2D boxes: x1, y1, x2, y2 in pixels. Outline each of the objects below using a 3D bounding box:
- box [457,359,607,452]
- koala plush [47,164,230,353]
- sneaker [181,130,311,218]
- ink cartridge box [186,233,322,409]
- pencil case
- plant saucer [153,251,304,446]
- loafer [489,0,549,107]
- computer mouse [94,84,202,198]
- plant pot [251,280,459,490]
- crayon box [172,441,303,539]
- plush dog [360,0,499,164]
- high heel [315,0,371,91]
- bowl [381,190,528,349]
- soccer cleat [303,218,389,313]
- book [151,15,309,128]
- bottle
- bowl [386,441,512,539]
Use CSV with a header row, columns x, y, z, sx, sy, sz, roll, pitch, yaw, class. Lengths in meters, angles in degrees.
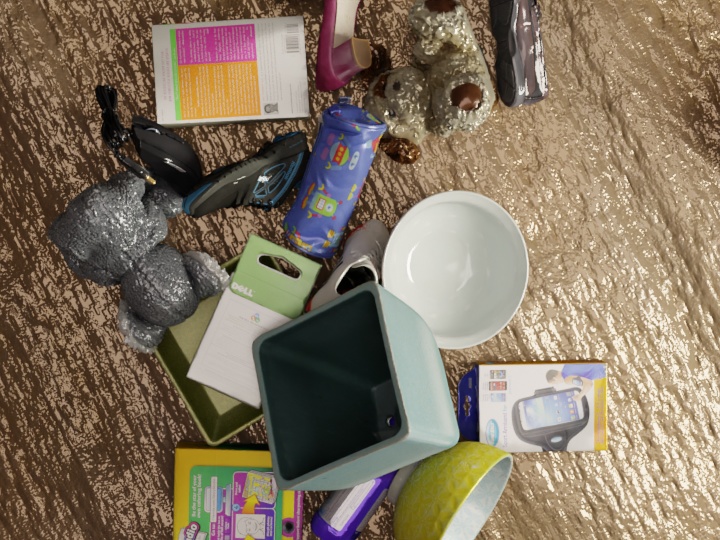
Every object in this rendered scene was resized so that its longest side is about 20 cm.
x,y,z,sx,sy,sz,roll,pitch,yaw,class
0.230,0.182,1.770,0.198,0.041,0.120,-1,93,-5,box
-0.276,-0.010,1.655,0.177,0.184,0.201,-37,86,1,koala plush
-0.136,-0.107,1.696,0.199,0.073,0.083,-30,106,-28,sneaker
-0.135,0.063,1.689,0.103,0.059,0.201,24,91,-4,ink cartridge box
-0.037,-0.117,1.687,0.086,0.078,0.201,17,111,-10,pencil case
-0.161,0.095,1.743,0.199,0.048,0.201,-30,94,-2,plant saucer
0.212,-0.318,1.740,0.062,0.072,0.202,-7,99,-22,loafer
-0.250,-0.145,1.650,0.046,0.141,0.200,-34,128,13,computer mouse
0.014,0.157,1.620,0.195,0.199,0.197,-26,63,27,plant pot
-0.161,0.331,1.749,0.171,0.058,0.202,2,92,-2,crayon box
0.083,-0.228,1.713,0.170,0.160,0.202,-20,65,12,plush dog
-0.036,-0.338,1.737,0.067,0.096,0.202,-2,77,-43,high heel
0.112,-0.004,1.722,0.199,0.090,0.203,-1,95,-13,bowl
0.000,0.000,1.689,0.069,0.085,0.200,48,47,-14,soccer cleat
-0.169,-0.260,1.730,0.198,0.048,0.135,-3,90,-4,book
0.013,0.272,1.741,0.065,0.084,0.201,36,91,3,bottle
0.099,0.294,1.709,0.107,0.200,0.201,32,91,20,bowl
